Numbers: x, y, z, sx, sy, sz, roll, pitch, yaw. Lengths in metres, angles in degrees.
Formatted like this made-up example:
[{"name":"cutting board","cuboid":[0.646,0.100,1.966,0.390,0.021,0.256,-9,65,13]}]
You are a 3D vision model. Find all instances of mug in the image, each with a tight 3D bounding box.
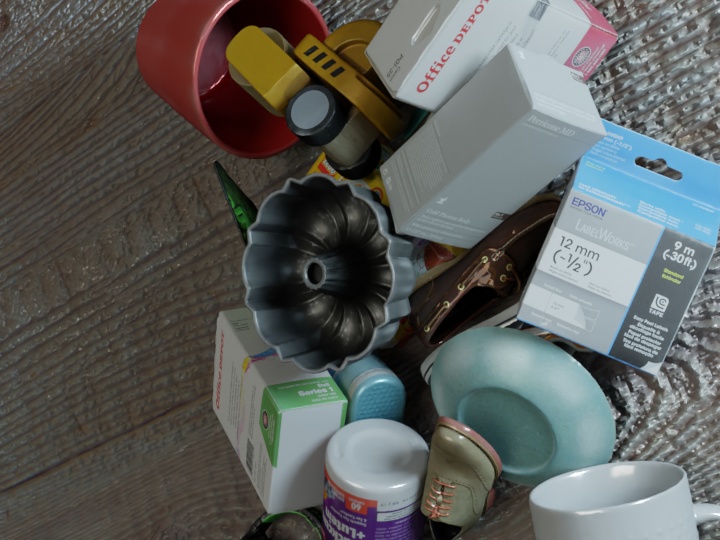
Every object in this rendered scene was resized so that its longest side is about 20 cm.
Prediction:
[{"name":"mug","cuboid":[0.270,0.278,1.157,0.199,0.148,0.176,-11,95,9]}]

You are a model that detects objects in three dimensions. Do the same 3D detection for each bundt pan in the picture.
[{"name":"bundt pan","cuboid":[-0.024,0.002,1.268,0.202,0.076,0.203,1,92,39]}]

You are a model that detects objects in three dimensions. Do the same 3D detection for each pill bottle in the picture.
[{"name":"pill bottle","cuboid":[0.014,0.268,1.341,0.111,0.111,0.200,31,133,34]}]

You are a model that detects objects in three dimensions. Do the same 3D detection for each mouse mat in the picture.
[{"name":"mouse mat","cuboid":[-0.116,-0.029,1.432,0.008,0.200,0.161,-24,74,5]}]

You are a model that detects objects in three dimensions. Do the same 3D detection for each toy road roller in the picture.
[{"name":"toy road roller","cuboid":[-0.030,-0.206,1.319,0.146,0.123,0.200,-48,57,3]}]

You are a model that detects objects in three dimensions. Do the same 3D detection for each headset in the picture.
[{"name":"headset","cuboid":[-0.112,0.369,1.481,0.123,0.094,0.200,42,104,31]}]

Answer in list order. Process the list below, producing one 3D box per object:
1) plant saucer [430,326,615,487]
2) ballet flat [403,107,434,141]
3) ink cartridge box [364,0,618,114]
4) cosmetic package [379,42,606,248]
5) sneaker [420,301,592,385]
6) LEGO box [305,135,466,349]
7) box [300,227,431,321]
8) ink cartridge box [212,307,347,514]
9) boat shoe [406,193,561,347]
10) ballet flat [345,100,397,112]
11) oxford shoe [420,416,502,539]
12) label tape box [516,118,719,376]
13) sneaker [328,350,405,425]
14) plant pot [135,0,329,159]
[{"name":"plant saucer","cuboid":[0.152,0.149,1.242,0.201,0.039,0.201,17,129,23]},{"name":"ballet flat","cuboid":[0.114,-0.210,1.316,0.069,0.069,0.200,39,114,32]},{"name":"ink cartridge box","cuboid":[0.127,-0.219,1.209,0.147,0.200,0.083,-53,45,26]},{"name":"cosmetic package","cuboid":[0.122,-0.113,1.185,0.200,0.107,0.090,-41,51,40]},{"name":"sneaker","cuboid":[0.149,0.090,1.280,0.200,0.078,0.080,-34,64,32]},{"name":"LEGO box","cuboid":[0.013,-0.033,1.388,0.200,0.077,0.149,52,120,26]},{"name":"box","cuboid":[0.000,0.000,1.324,0.200,0.039,0.042,-39,69,32]},{"name":"ink cartridge box","cuboid":[-0.096,0.151,1.412,0.200,0.084,0.145,-128,38,-50]},{"name":"boat shoe","cuboid":[0.134,0.005,1.271,0.200,0.070,0.070,-39,45,16]},{"name":"ballet flat","cuboid":[0.027,-0.199,1.399,0.200,0.057,0.067,-35,55,40]},{"name":"oxford shoe","cuboid":[0.096,0.218,1.255,0.070,0.200,0.075,25,61,26]},{"name":"label tape box","cuboid":[0.249,-0.022,1.168,0.143,0.066,0.200,23,105,6]},{"name":"sneaker","cuboid":[-0.004,0.163,1.416,0.131,0.079,0.200,-120,34,-50]},{"name":"plant pot","cuboid":[-0.160,-0.248,1.466,0.177,0.200,0.201,26,107,45]}]
